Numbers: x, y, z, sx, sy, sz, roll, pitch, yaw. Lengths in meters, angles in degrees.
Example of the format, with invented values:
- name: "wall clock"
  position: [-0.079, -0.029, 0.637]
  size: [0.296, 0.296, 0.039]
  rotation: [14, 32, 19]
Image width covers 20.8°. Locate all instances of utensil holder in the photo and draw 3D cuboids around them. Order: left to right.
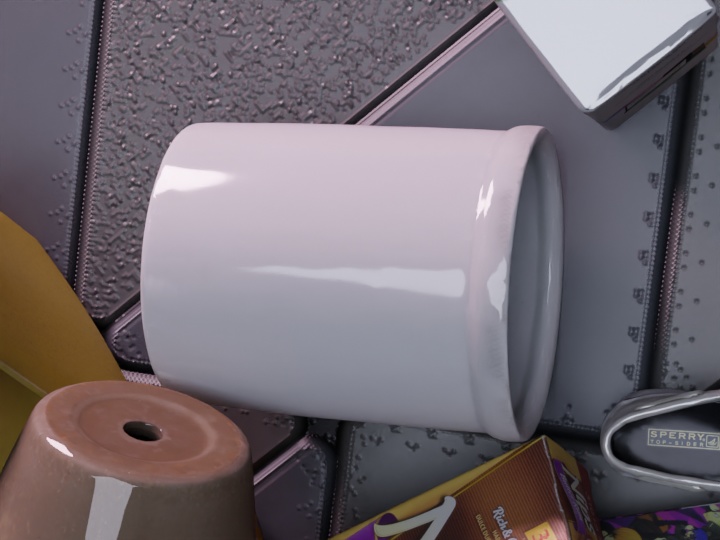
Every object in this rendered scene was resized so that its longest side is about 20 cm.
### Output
- name: "utensil holder"
  position: [0.000, 0.000, 1.073]
  size: [0.199, 0.170, 0.170]
  rotation: [5, 94, 15]

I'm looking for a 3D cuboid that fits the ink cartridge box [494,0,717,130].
- name: "ink cartridge box"
  position: [0.112, -0.156, 1.020]
  size: [0.084, 0.200, 0.145]
  rotation: [-38, 85, 9]

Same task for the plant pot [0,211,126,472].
- name: "plant pot"
  position: [-0.257, 0.055, 1.115]
  size: [0.200, 0.200, 0.177]
  rotation: [-28, 55, 13]

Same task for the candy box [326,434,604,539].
- name: "candy box"
  position: [0.040, 0.185, 1.065]
  size: [0.200, 0.056, 0.117]
  rotation: [-28, 49, 19]

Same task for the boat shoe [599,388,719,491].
- name: "boat shoe"
  position: [0.230, 0.092, 1.076]
  size: [0.199, 0.066, 0.072]
  rotation: [3, 94, 13]

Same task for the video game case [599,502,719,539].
- name: "video game case"
  position: [0.141, 0.229, 1.062]
  size: [0.181, 0.036, 0.200]
  rotation: [-9, 56, 9]

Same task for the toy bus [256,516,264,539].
- name: "toy bus"
  position: [-0.153, 0.198, 1.171]
  size: [0.200, 0.065, 0.078]
  rotation: [-18, 90, 13]

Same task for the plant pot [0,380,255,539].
- name: "plant pot"
  position: [-0.128, 0.158, 1.011]
  size: [0.200, 0.200, 0.175]
  rotation: [18, 111, 11]
